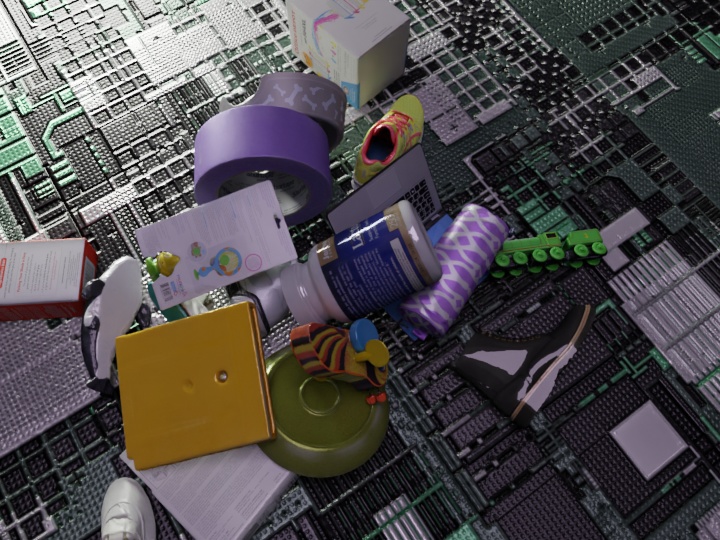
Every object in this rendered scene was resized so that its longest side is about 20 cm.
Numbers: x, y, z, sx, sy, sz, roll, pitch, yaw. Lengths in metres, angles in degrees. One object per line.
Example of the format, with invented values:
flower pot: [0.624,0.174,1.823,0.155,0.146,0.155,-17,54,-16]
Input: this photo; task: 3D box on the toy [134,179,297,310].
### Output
toy: [-0.196,-0.033,0.901,0.197,0.047,0.117,-20,85,-6]

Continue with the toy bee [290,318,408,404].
toy bee: [0.002,0.118,0.843,0.197,0.131,0.111,-5,76,-30]

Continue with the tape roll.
tape roll: [-0.141,-0.144,0.952,0.196,0.201,0.086,-5,66,-4]

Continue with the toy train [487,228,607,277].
toy train: [0.280,-0.030,0.992,0.196,0.042,0.057,-7,56,-10]

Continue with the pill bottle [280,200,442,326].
pill bottle: [0.000,0.000,0.871,0.198,0.116,0.117,-26,67,10]

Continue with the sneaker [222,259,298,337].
sneaker: [-0.157,-0.008,0.962,0.114,0.075,0.201,-30,75,-15]

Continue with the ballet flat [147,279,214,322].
ballet flat: [-0.219,0.074,0.923,0.069,0.070,0.200,-41,69,-18]

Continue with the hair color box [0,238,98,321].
hair color box: [-0.493,0.015,0.949,0.196,0.061,0.103,-2,66,-4]

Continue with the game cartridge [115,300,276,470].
game cartridge: [-0.215,0.149,0.843,0.197,0.032,0.179,-15,74,11]

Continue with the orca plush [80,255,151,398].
orca plush: [-0.362,0.081,0.937,0.070,0.104,0.203,-20,69,39]

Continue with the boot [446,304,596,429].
boot: [0.230,0.100,0.924,0.137,0.078,0.200,34,68,18]

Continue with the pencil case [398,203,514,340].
pencil case: [0.133,0.000,0.932,0.083,0.086,0.201,35,76,9]

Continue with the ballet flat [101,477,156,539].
ballet flat: [-0.288,0.353,0.799,0.068,0.070,0.203,-10,66,-6]

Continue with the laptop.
laptop: [0.082,-0.044,0.963,0.187,0.202,0.115,-39,38,-18]

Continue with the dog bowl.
dog bowl: [-0.114,-0.222,0.994,0.196,0.200,0.060,-6,76,-4]

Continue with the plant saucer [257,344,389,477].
plant saucer: [-0.055,0.173,0.874,0.196,0.031,0.202,6,51,-7]

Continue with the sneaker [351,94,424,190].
sneaker: [0.051,-0.215,1.049,0.077,0.091,0.202,22,66,10]

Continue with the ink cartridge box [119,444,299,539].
ink cartridge box: [-0.193,0.253,0.864,0.199,0.050,0.161,34,69,23]

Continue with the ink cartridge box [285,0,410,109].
ink cartridge box: [-0.030,-0.405,1.112,0.125,0.129,0.200,-42,72,-18]
